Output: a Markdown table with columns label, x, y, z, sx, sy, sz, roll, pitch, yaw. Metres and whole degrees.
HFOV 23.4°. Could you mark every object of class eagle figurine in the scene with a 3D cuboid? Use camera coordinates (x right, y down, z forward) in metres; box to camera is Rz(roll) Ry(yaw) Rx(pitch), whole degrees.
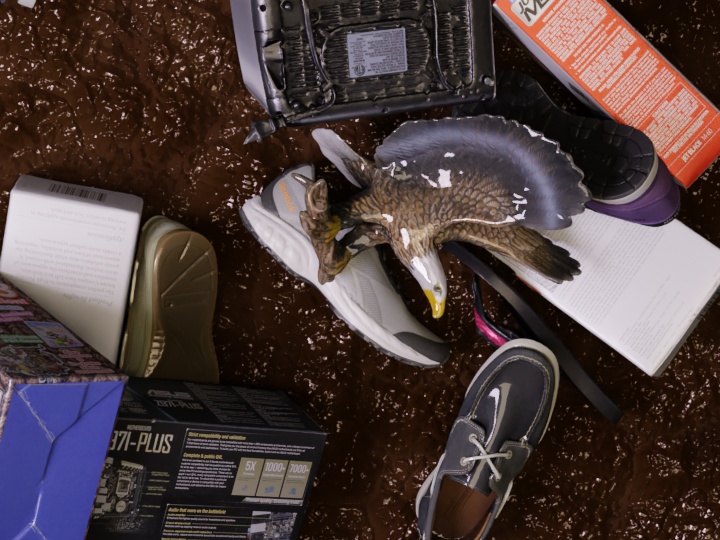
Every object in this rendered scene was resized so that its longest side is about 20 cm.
| label | x | y | z | sx | sy | sz | roll | pitch | yaw |
| --- | --- | --- | --- | --- | --- | --- | --- | --- | --- |
| eagle figurine | 0.059 | -0.041 | 1.264 | 0.199 | 0.152 | 0.152 | -15 | 110 | 0 |

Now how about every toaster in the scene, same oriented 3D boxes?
| label | x | y | z | sx | sy | sz | roll | pitch | yaw |
| --- | --- | --- | --- | --- | --- | --- | --- | --- | --- |
| toaster | -0.008 | -0.203 | 1.265 | 0.199 | 0.119 | 0.182 | -9 | 107 | -13 |

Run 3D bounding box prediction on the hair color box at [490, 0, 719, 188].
| label | x | y | z | sx | sy | sz | roll | pitch | yaw |
| --- | --- | --- | --- | --- | --- | --- | --- | --- | --- |
| hair color box | 0.182 | -0.154 | 1.310 | 0.200 | 0.111 | 0.064 | 43 | 94 | -9 |

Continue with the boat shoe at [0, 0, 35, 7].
| label | x | y | z | sx | sy | sz | roll | pitch | yaw |
| --- | --- | --- | --- | --- | --- | --- | --- | --- | --- |
| boat shoe | -0.236 | -0.288 | 1.235 | 0.062 | 0.075 | 0.201 | 13 | 115 | -17 |

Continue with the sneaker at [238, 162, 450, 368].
| label | x | y | z | sx | sy | sz | roll | pitch | yaw |
| --- | --- | --- | --- | --- | --- | --- | --- | --- | --- |
| sneaker | 0.000 | 0.000 | 1.345 | 0.200 | 0.074 | 0.079 | 44 | 89 | -10 |

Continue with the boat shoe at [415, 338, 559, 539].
| label | x | y | z | sx | sy | sz | roll | pitch | yaw |
| --- | --- | --- | --- | --- | --- | --- | --- | --- | --- |
| boat shoe | 0.100 | 0.144 | 1.350 | 0.072 | 0.068 | 0.201 | 23 | 117 | -4 |

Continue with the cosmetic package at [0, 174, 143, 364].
| label | x | y | z | sx | sy | sz | roll | pitch | yaw |
| --- | --- | --- | --- | --- | --- | --- | --- | --- | --- |
| cosmetic package | -0.231 | 0.037 | 1.335 | 0.101 | 0.074 | 0.201 | 11 | 101 | -6 |

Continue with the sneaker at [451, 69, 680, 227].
| label | x | y | z | sx | sy | sz | roll | pitch | yaw |
| --- | --- | --- | --- | --- | --- | --- | --- | --- | --- |
| sneaker | 0.152 | -0.081 | 1.307 | 0.076 | 0.200 | 0.088 | -55 | 139 | -2 |

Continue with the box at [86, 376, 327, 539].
| label | x | y | z | sx | sy | sz | roll | pitch | yaw |
| --- | --- | --- | --- | --- | --- | --- | --- | --- | --- |
| box | -0.147 | 0.172 | 1.313 | 0.199 | 0.086 | 0.165 | 7 | 107 | -32 |

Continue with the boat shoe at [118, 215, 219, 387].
| label | x | y | z | sx | sy | sz | roll | pitch | yaw |
| --- | --- | --- | --- | --- | --- | --- | --- | --- | --- |
| boat shoe | -0.154 | 0.060 | 1.356 | 0.073 | 0.063 | 0.202 | -5 | 109 | -29 |

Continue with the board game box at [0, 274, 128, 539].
| label | x | y | z | sx | sy | sz | roll | pitch | yaw |
| --- | --- | --- | --- | --- | --- | --- | --- | --- | --- |
| board game box | -0.273 | 0.104 | 1.224 | 0.097 | 0.200 | 0.160 | 1 | 113 | -44 |

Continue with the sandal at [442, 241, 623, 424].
| label | x | y | z | sx | sy | sz | roll | pitch | yaw |
| --- | --- | --- | --- | --- | --- | --- | --- | --- | --- |
| sandal | 0.129 | 0.056 | 1.363 | 0.045 | 0.075 | 0.200 | -41 | 103 | 3 |

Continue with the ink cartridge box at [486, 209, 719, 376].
| label | x | y | z | sx | sy | sz | roll | pitch | yaw |
| --- | --- | --- | --- | --- | --- | --- | --- | --- | --- |
| ink cartridge box | 0.181 | -0.019 | 1.354 | 0.200 | 0.050 | 0.109 | 37 | 96 | 16 |
